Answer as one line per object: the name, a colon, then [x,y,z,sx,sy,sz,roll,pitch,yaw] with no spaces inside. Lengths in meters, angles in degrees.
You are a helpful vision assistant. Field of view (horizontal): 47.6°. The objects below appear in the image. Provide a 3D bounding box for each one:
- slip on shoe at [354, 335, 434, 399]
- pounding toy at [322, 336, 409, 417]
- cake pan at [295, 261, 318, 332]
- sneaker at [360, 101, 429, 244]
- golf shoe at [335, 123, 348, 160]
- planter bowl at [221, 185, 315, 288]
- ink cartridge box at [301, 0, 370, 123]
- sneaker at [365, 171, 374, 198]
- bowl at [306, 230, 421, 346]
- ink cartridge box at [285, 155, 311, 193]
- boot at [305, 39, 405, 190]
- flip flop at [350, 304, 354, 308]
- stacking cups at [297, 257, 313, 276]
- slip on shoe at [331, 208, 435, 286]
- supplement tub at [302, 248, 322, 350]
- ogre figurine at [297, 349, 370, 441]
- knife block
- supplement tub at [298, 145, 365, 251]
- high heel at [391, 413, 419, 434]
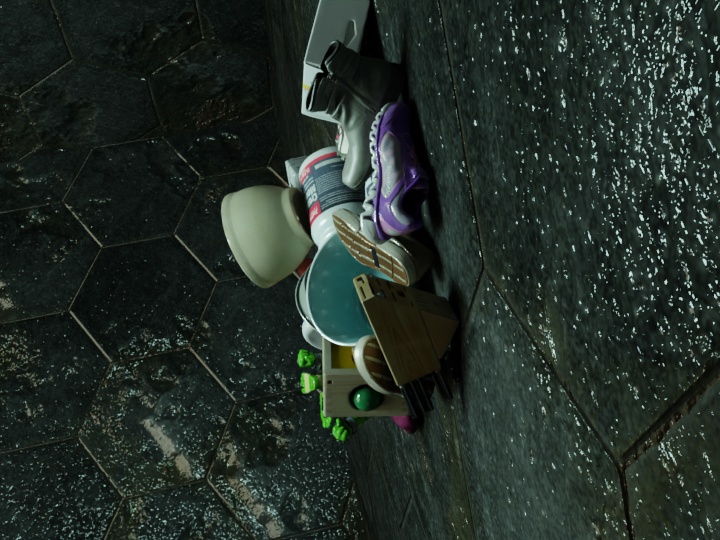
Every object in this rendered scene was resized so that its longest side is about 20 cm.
slip on shoe: [0.042,0.151,1.249,0.199,0.060,0.078,29,-111,-50]
pounding toy: [0.023,0.166,1.443,0.201,0.180,0.144,-95,5,-55]
cake pan: [-0.018,0.038,1.462,0.037,0.196,0.202,100,159,-47]
sneaker: [0.060,-0.137,1.143,0.080,0.087,0.205,16,-103,-51]
golf shoe: [-0.010,-0.254,1.476,0.201,0.076,0.090,-117,25,-63]
planter bowl: [-0.165,-0.084,1.616,0.202,0.133,0.202,58,-163,-30]
ink cartridge box: [-0.045,-0.360,1.384,0.200,0.084,0.151,109,174,-77]
sneaker: [0.034,-0.172,1.272,0.202,0.069,0.110,-105,7,-49]
bowl: [0.020,0.029,1.317,0.104,0.199,0.204,22,-133,-51]
ink cartridge box: [-0.081,-0.200,1.787,0.200,0.141,0.085,-123,23,-70]
boot: [-0.026,-0.225,1.185,0.068,0.128,0.203,51,126,55]
flip flop: [0.000,0.000,1.432,0.080,0.200,0.058,26,141,21]
stacking cups: [-0.052,0.017,1.602,0.199,0.060,0.062,25,129,52]
slip on shoe: [0.031,-0.045,1.230,0.199,0.060,0.077,33,148,46]
supplement tub: [-0.042,0.053,1.709,0.146,0.142,0.203,93,-178,-60]
ogre figurine: [-0.035,0.229,1.559,0.200,0.118,0.100,39,128,51]
knife block: [0.055,0.114,1.145,0.178,0.197,0.064,-65,23,21]
supplement tub: [-0.038,-0.125,1.589,0.141,0.137,0.203,94,164,-60]
high heel: [0.051,0.220,1.572,0.201,0.067,0.097,49,167,25]
